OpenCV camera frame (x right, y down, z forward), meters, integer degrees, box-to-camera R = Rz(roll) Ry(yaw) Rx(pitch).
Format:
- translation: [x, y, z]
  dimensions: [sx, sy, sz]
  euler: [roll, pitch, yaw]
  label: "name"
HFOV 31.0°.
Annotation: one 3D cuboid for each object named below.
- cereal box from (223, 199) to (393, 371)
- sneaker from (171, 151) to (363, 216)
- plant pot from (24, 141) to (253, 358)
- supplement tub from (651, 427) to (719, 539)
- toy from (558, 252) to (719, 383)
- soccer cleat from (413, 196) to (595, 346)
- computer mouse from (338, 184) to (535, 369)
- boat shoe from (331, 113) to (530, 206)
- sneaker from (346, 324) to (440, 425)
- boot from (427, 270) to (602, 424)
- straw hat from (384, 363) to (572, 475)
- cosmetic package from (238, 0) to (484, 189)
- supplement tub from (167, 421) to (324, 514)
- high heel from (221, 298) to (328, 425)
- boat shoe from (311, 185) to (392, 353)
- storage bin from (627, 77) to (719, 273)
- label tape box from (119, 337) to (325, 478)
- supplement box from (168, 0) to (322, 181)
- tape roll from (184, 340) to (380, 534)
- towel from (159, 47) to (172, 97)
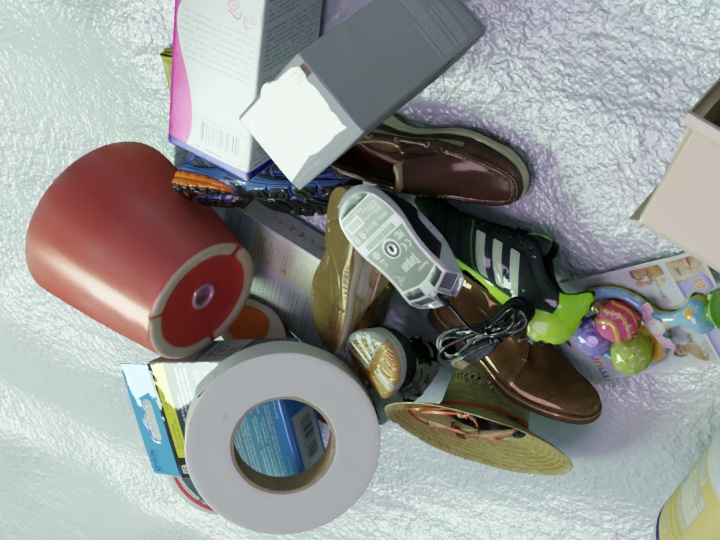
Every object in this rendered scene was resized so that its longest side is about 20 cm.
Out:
- translation: [-0.066, 0.015, 1.418]
  dimensions: [0.200, 0.040, 0.144]
  euler: [33, 139, 13]
  label: "cereal box"
- translation: [-0.092, -0.105, 1.290]
  dimensions: [0.199, 0.079, 0.075]
  euler: [7, 167, 17]
  label: "sneaker"
- translation: [-0.222, -0.013, 1.374]
  dimensions: [0.177, 0.200, 0.201]
  euler: [35, 141, 30]
  label: "plant pot"
- translation: [0.360, 0.212, 1.156]
  dimensions: [0.145, 0.145, 0.200]
  euler: [32, 139, 13]
  label: "supplement tub"
- translation: [0.248, 0.057, 1.190]
  dimensions: [0.200, 0.047, 0.115]
  euler: [-18, 110, 46]
  label: "toy"
- translation: [0.134, -0.016, 1.216]
  dimensions: [0.200, 0.067, 0.081]
  euler: [45, 104, 18]
  label: "soccer cleat"
- translation: [0.063, -0.005, 1.191]
  dimensions: [0.200, 0.044, 0.110]
  euler: [49, 132, 0]
  label: "computer mouse"
- translation: [0.055, -0.093, 1.199]
  dimensions: [0.202, 0.075, 0.075]
  euler: [17, 133, 28]
  label: "boat shoe"
- translation: [0.039, 0.090, 1.330]
  dimensions: [0.076, 0.087, 0.200]
  euler: [55, 167, 15]
  label: "sneaker"
- translation: [0.156, 0.071, 1.260]
  dimensions: [0.200, 0.074, 0.076]
  euler: [38, 130, 18]
  label: "boot"
- translation: [0.129, 0.134, 1.315]
  dimensions: [0.200, 0.085, 0.201]
  euler: [15, 160, 6]
  label: "straw hat"
- translation: [0.003, -0.164, 1.083]
  dimensions: [0.090, 0.200, 0.107]
  euler: [47, 140, -5]
  label: "cosmetic package"
- translation: [-0.141, 0.202, 1.563]
  dimensions: [0.140, 0.140, 0.200]
  euler: [45, 140, -1]
  label: "supplement tub"
- translation: [-0.082, 0.104, 1.449]
  dimensions: [0.200, 0.067, 0.096]
  euler: [30, 162, 16]
  label: "high heel"
- translation: [0.000, 0.000, 1.292]
  dimensions: [0.074, 0.069, 0.200]
  euler: [55, 145, 38]
  label: "boat shoe"
- translation: [0.321, -0.048, 0.930]
  dimensions: [0.200, 0.198, 0.094]
  euler: [32, 121, 12]
  label: "storage bin"
- translation: [-0.148, 0.150, 1.403]
  dimensions: [0.199, 0.066, 0.144]
  euler: [-2, 111, 30]
  label: "label tape box"
- translation: [-0.107, -0.204, 1.200]
  dimensions: [0.101, 0.103, 0.201]
  euler: [27, 132, 21]
  label: "supplement box"
- translation: [-0.080, 0.171, 1.316]
  dimensions: [0.202, 0.037, 0.204]
  euler: [-2, 107, -5]
  label: "tape roll"
- translation: [-0.119, -0.168, 1.322]
  dimensions: [0.199, 0.018, 0.086]
  euler: [19, 133, 27]
  label: "towel"
